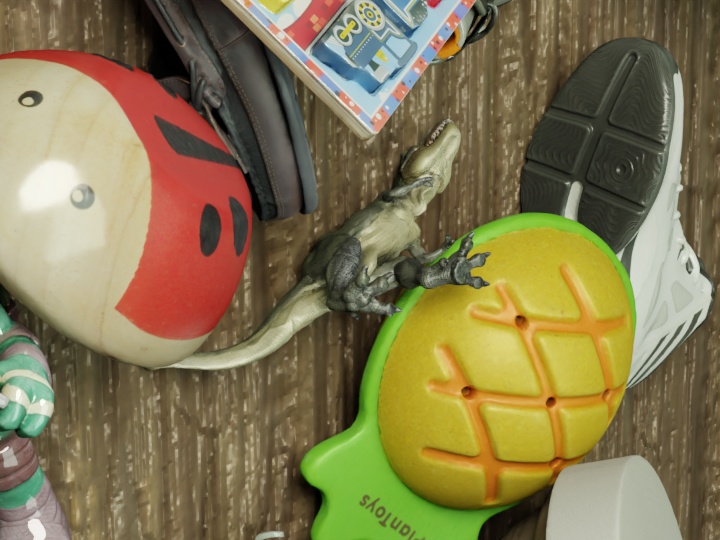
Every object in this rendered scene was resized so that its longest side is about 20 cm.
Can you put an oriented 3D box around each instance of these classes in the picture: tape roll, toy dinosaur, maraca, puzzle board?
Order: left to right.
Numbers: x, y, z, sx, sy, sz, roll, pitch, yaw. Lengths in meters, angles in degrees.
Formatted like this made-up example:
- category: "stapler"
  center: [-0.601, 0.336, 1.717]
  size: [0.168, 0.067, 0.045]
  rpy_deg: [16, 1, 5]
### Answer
- category: "puzzle board"
  center: [-0.010, -0.157, 1.028]
  size: [0.151, 0.017, 0.200]
  rpy_deg: [44, 40, -8]
- category: "toy dinosaur"
  center: [0.000, 0.000, 1.154]
  size: [0.200, 0.088, 0.048]
  rpy_deg: [-39, 119, -33]
- category: "maraca"
  center: [0.054, 0.064, 1.225]
  size: [0.137, 0.107, 0.200]
  rpy_deg: [38, 88, -28]
- category: "tape roll"
  center: [0.130, 0.188, 1.194]
  size: [0.203, 0.037, 0.204]
  rpy_deg: [-11, 90, -74]

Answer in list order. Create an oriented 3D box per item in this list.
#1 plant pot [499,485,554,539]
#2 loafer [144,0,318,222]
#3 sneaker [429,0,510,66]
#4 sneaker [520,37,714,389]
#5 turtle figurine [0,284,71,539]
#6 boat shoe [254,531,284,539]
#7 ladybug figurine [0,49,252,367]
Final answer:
- category: "plant pot"
  center: [0.098, 0.208, 1.302]
  size: [0.201, 0.092, 0.202]
  rpy_deg: [-10, 90, -72]
- category: "loafer"
  center: [-0.073, -0.105, 1.067]
  size: [0.063, 0.072, 0.201]
  rpy_deg: [-23, 118, -10]
- category: "sneaker"
  center: [0.031, -0.123, 1.123]
  size: [0.074, 0.079, 0.200]
  rpy_deg: [-52, 162, 27]
- category: "sneaker"
  center: [0.140, -0.027, 1.321]
  size: [0.115, 0.075, 0.201]
  rpy_deg: [-14, 122, -53]
- category: "turtle figurine"
  center: [-0.170, 0.031, 0.962]
  size: [0.101, 0.149, 0.201]
  rpy_deg: [-54, 147, -44]
- category: "boat shoe"
  center: [-0.055, 0.160, 1.165]
  size: [0.199, 0.075, 0.062]
  rpy_deg: [2, 108, -34]
- category: "ladybug figurine"
  center: [-0.096, -0.031, 0.995]
  size: [0.072, 0.136, 0.200]
  rpy_deg: [-34, 170, 12]
